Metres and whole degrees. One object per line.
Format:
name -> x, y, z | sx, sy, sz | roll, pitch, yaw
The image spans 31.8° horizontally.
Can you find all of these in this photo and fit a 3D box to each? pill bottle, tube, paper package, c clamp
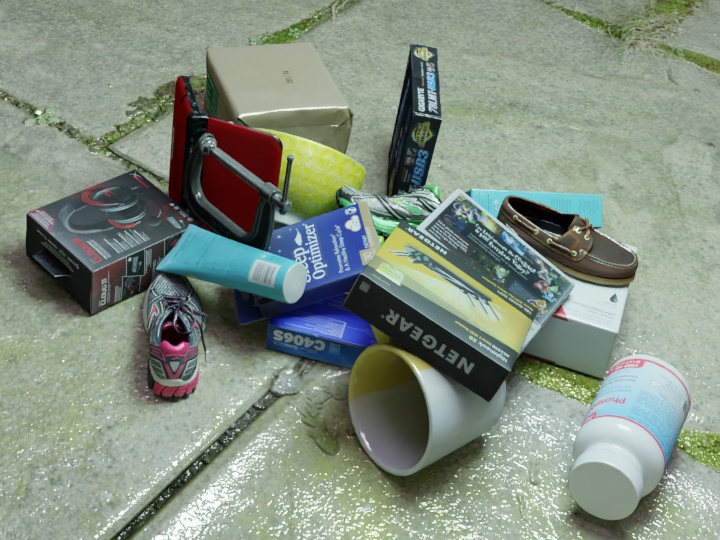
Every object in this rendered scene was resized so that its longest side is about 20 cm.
pill bottle -> 0.313, 0.196, 1.482 | 0.108, 0.110, 0.200 | 23, 39, 16
tube -> -0.160, -0.008, 1.575 | 0.198, 0.051, 0.078 | 17, 53, 30
paper package -> -0.133, -0.257, 1.953 | 0.188, 0.104, 0.201 | -6, 42, -20
c clamp -> -0.155, -0.107, 1.592 | 0.199, 0.173, 0.027 | 32, 37, 34

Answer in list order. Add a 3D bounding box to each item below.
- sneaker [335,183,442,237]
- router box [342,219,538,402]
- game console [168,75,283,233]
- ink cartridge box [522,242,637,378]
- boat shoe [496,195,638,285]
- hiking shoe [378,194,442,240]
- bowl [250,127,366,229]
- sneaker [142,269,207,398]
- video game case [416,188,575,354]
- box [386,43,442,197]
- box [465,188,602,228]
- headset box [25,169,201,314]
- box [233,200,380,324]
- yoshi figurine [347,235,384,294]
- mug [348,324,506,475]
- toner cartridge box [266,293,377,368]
sneaker -> 0.063, -0.080, 1.691 | 0.197, 0.086, 0.078 | 15, 1, -1
router box -> 0.096, 0.042, 1.451 | 0.199, 0.053, 0.157 | 33, 31, 3
game console -> -0.188, -0.140, 1.713 | 0.117, 0.202, 0.173 | -2, 39, -18
ink cartridge box -> 0.284, 0.034, 1.698 | 0.143, 0.085, 0.201 | 17, 38, 10
boat shoe -> 0.273, -0.041, 1.667 | 0.198, 0.071, 0.071 | 18, 37, 9
hiking shoe -> 0.112, -0.052, 1.752 | 0.197, 0.102, 0.076 | 6, 38, -6
bowl -> -0.098, -0.111, 1.756 | 0.198, 0.200, 0.109 | 15, 81, 5
sneaker -> -0.225, 0.064, 1.552 | 0.079, 0.075, 0.201 | -1, 38, -13
video game case -> 0.151, 0.007, 1.581 | 0.199, 0.023, 0.182 | 39, 49, 9
box -> 0.076, -0.195, 1.844 | 0.049, 0.202, 0.200 | 8, 38, -6
box -> 0.245, -0.086, 1.835 | 0.197, 0.050, 0.082 | 2, -4, -11
headset box -> -0.331, -0.037, 1.652 | 0.199, 0.076, 0.148 | -27, 52, -38
box -> -0.071, -0.010, 1.602 | 0.198, 0.033, 0.122 | -19, 47, 4
yoshi figurine -> 0.001, -0.016, 1.684 | 0.197, 0.114, 0.112 | 4, 31, -5
mug -> 0.089, 0.129, 1.470 | 0.152, 0.189, 0.149 | -11, 16, -37
toner cartridge box -> -0.014, 0.077, 1.609 | 0.197, 0.044, 0.095 | 14, 40, 4
